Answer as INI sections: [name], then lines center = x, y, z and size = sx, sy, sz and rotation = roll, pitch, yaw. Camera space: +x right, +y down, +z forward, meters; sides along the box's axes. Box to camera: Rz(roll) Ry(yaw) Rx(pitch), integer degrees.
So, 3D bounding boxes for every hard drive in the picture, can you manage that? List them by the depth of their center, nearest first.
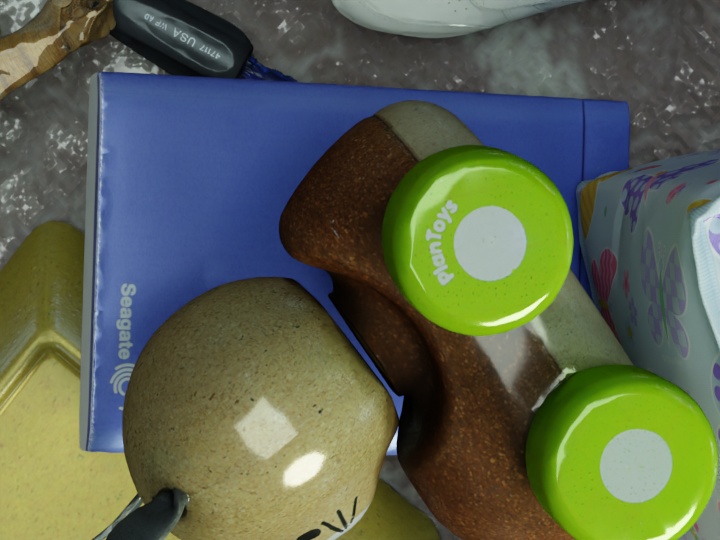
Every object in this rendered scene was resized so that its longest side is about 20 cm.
[hard drive]
center = 0.000, 0.000, 0.814
size = 0.198, 0.025, 0.133
rotation = 2, 90, -16

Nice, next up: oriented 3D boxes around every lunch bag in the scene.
[lunch bag]
center = 0.162, 0.054, 0.759
size = 0.126, 0.170, 0.202
rotation = -14, 95, -6

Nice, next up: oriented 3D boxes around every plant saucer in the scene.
[plant saucer]
center = -0.104, 0.117, 0.832
size = 0.200, 0.048, 0.200
rotation = 39, 90, 0

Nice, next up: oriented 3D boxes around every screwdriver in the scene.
[screwdriver]
center = -0.009, -0.059, 0.848
size = 0.199, 0.028, 0.029
rotation = 25, 61, -5

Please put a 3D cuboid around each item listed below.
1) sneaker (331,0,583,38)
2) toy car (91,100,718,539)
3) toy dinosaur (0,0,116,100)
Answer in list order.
[sneaker]
center = 0.081, -0.135, 0.805
size = 0.199, 0.100, 0.075
rotation = -15, 95, 2
[toy car]
center = -0.013, 0.058, 0.722
size = 0.199, 0.164, 0.158
rotation = -35, 99, -3
[toy dinosaur]
center = -0.173, -0.042, 0.820
size = 0.106, 0.060, 0.200
rotation = 41, 98, 14
